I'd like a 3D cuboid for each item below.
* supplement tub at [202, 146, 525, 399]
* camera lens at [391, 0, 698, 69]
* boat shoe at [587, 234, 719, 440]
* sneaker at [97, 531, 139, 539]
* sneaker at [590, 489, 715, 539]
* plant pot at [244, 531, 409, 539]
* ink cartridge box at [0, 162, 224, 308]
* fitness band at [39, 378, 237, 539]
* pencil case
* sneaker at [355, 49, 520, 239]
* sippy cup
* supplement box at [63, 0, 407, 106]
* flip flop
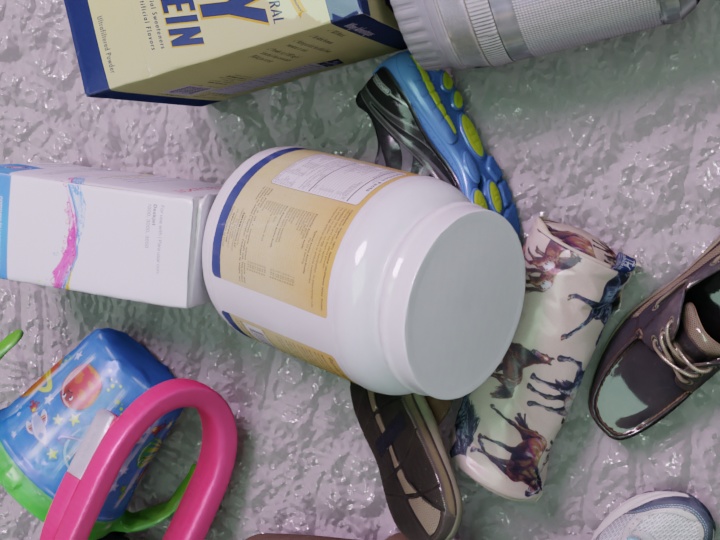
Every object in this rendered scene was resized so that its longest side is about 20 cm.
[{"bbox_3d":[0.000,0.000,0.762,0.198,0.143,0.147,18,102,42],"label":"supplement tub"},{"bbox_3d":[0.122,-0.228,0.734,0.197,0.160,0.163,-11,92,17],"label":"camera lens"},{"bbox_3d":[0.231,0.040,0.781,0.074,0.073,0.201,40,105,10],"label":"boat shoe"},{"bbox_3d":[-0.244,0.272,0.952,0.199,0.128,0.081,-43,58,51],"label":"sneaker"},{"bbox_3d":[0.176,0.240,0.811,0.199,0.086,0.078,-41,84,17],"label":"sneaker"},{"bbox_3d":[-0.025,0.283,0.839,0.172,0.199,0.204,11,99,33],"label":"plant pot"},{"bbox_3d":[-0.188,-0.032,0.865,0.196,0.144,0.086,7,98,16],"label":"ink cartridge box"},{"bbox_3d":[-0.166,0.179,0.853,0.037,0.143,0.203,20,81,39],"label":"fitness band"},{"bbox_3d":[0.132,0.068,0.811,0.088,0.078,0.203,19,102,-8],"label":"pencil case"},{"bbox_3d":[0.058,-0.063,0.836,0.082,0.070,0.202,-24,91,40],"label":"sneaker"},{"bbox_3d":[-0.216,0.123,0.904,0.131,0.177,0.140,-48,53,4],"label":"sippy cup"},{"bbox_3d":[-0.078,-0.209,0.785,0.196,0.200,0.137,-13,93,16],"label":"supplement box"},{"bbox_3d":[0.043,0.107,0.826,0.081,0.057,0.202,-53,43,40],"label":"flip flop"}]
